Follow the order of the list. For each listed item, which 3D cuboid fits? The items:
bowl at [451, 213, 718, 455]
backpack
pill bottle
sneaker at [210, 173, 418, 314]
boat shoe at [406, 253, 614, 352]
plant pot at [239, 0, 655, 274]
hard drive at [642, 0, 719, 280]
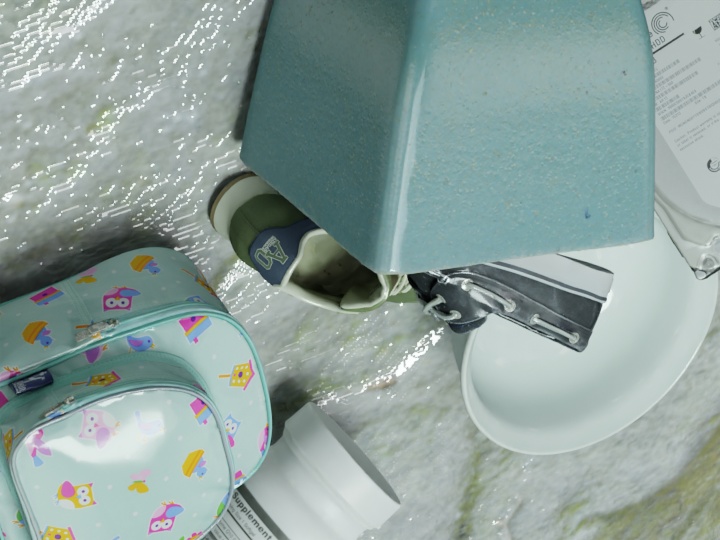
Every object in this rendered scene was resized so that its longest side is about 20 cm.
[{"bbox_3d":[0.137,0.020,1.862,0.200,0.090,0.202,-17,129,-21],"label":"bowl"},{"bbox_3d":[-0.152,0.090,1.696,0.199,0.153,0.177,-29,129,-19],"label":"backpack"},{"bbox_3d":[-0.075,0.190,1.840,0.200,0.116,0.116,-43,134,2],"label":"pill bottle"},{"bbox_3d":[0.000,0.000,1.761,0.199,0.090,0.067,16,113,-39],"label":"sneaker"},{"bbox_3d":[0.065,0.005,1.714,0.199,0.072,0.068,17,92,-28],"label":"boat shoe"},{"bbox_3d":[0.059,-0.135,1.638,0.195,0.196,0.201,-7,116,-28],"label":"plant pot"},{"bbox_3d":[0.221,-0.114,1.739,0.139,0.201,0.038,-32,174,11],"label":"hard drive"}]
